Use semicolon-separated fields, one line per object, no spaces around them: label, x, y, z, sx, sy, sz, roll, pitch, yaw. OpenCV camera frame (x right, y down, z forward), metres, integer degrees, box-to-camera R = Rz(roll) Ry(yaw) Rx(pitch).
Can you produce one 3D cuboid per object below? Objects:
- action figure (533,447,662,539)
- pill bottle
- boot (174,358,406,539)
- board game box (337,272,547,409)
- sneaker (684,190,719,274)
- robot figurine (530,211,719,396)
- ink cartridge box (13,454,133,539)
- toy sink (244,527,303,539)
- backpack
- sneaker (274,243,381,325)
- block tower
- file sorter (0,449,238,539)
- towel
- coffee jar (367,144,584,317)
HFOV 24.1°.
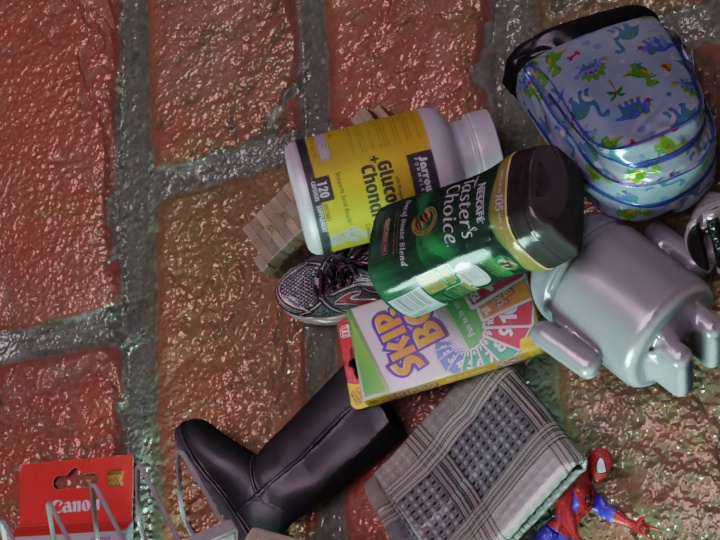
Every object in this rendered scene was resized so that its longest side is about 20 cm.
action figure;0.186;0.257;1.496;0.099;0.065;0.201;30;94;39
pill bottle;0.034;-0.091;1.614;0.199;0.112;0.113;-15;68;-2
boot;-0.071;0.157;1.667;0.200;0.066;0.165;-45;69;17
board game box;0.072;0.060;1.591;0.199;0.030;0.096;-19;65;18
sneaker;0.381;-0.052;1.459;0.199;0.081;0.076;-5;117;15
robot figurine;0.231;0.025;1.499;0.169;0.113;0.200;-37;57;-19
ink cartridge box;-0.315;0.298;1.783;0.161;0.050;0.201;-8;77;28
toy sink;-0.034;0.333;1.545;0.199;0.112;0.131;10;53;32
backpack;0.236;-0.139;1.507;0.162;0.154;0.201;-17;69;-6
sneaker;0.000;0.000;1.662;0.199;0.075;0.081;-14;70;27
block tower;-0.033;-0.079;1.714;0.200;0.054;0.058;-45;59;12
file sorter;-0.233;0.280;1.636;0.199;0.139;0.125;-20;54;-20
towel;0.095;0.188;1.547;0.200;0.034;0.193;-50;39;11
coffee jar;0.105;-0.035;1.493;0.199;0.085;0.105;-21;46;35
